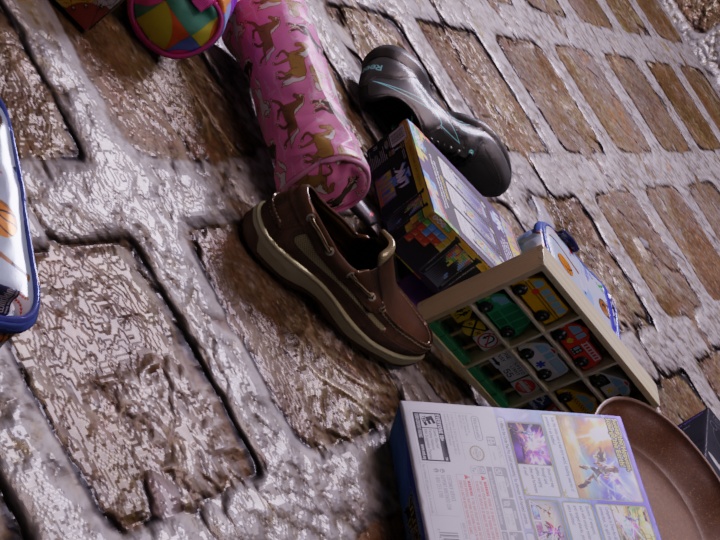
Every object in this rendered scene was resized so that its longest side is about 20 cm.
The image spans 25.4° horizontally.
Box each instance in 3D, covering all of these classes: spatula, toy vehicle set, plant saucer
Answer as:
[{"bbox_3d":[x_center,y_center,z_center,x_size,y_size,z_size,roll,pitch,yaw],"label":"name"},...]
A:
[{"bbox_3d":[0.017,-0.025,1.397,0.200,0.021,0.057,53,27,-4],"label":"spatula"},{"bbox_3d":[0.154,0.073,1.370,0.200,0.124,0.027,47,29,-32],"label":"toy vehicle set"},{"bbox_3d":[0.249,0.199,1.326,0.200,0.037,0.201,34,33,-26],"label":"plant saucer"}]

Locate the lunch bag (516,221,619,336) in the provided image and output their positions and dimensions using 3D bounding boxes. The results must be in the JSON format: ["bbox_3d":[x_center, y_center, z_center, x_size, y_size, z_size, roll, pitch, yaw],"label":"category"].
[{"bbox_3d":[0.202,0.054,1.563,0.160,0.075,0.200,45,26,-27],"label":"lunch bag"}]

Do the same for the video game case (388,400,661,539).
[{"bbox_3d":[0.123,0.185,1.163,0.180,0.046,0.200,5,40,-13],"label":"video game case"}]

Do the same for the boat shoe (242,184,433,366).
[{"bbox_3d":[0.001,0.004,1.258,0.202,0.075,0.075,37,29,-35],"label":"boat shoe"}]

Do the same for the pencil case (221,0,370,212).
[{"bbox_3d":[-0.055,-0.138,1.331,0.086,0.083,0.201,36,28,-54],"label":"pencil case"}]

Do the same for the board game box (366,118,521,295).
[{"bbox_3d":[0.085,-0.030,1.457,0.165,0.057,0.200,45,16,-24],"label":"board game box"}]

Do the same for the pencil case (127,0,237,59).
[{"bbox_3d":[-0.132,-0.248,1.325,0.088,0.088,0.200,46,27,-19],"label":"pencil case"}]

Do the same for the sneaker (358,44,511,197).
[{"bbox_3d":[0.069,-0.133,1.597,0.200,0.075,0.079,40,40,-17],"label":"sneaker"}]

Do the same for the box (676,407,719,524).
[{"bbox_3d":[0.319,0.240,1.513,0.122,0.106,0.200,51,24,-8],"label":"box"}]

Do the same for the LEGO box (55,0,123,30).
[{"bbox_3d":[-0.216,-0.297,1.240,0.149,0.077,0.200,45,25,-19],"label":"LEGO box"}]

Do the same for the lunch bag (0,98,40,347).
[{"bbox_3d":[-0.253,-0.040,0.841,0.160,0.075,0.201,26,36,-45],"label":"lunch bag"}]
